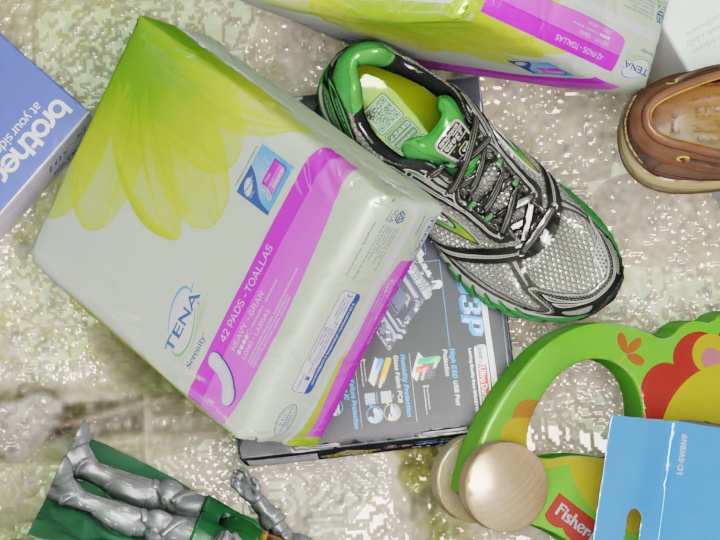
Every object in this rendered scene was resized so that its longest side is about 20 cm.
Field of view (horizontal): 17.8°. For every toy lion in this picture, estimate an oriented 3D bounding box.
[{"bbox_3d":[0.166,0.098,1.234,0.199,0.069,0.192,37,80,-12],"label":"toy lion"}]

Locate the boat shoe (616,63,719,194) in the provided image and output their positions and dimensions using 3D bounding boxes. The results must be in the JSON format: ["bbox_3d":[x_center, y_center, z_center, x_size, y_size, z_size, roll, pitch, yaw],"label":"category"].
[{"bbox_3d":[0.230,-0.078,1.153,0.198,0.068,0.073,-7,82,2],"label":"boat shoe"}]

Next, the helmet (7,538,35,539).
[{"bbox_3d":[-0.169,0.256,1.184,0.199,0.200,0.192,24,66,5],"label":"helmet"}]

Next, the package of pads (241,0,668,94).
[{"bbox_3d":[0.037,-0.149,1.202,0.199,0.154,0.069,12,87,45],"label":"package of pads"}]

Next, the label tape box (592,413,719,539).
[{"bbox_3d":[0.213,0.156,1.180,0.199,0.063,0.146,8,90,-33],"label":"label tape box"}]

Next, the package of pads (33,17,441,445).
[{"bbox_3d":[-0.071,-0.017,1.205,0.200,0.068,0.155,38,108,33],"label":"package of pads"}]

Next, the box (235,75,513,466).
[{"bbox_3d":[0.000,0.000,1.278,0.157,0.046,0.202,-7,81,1],"label":"box"}]

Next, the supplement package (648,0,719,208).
[{"bbox_3d":[0.230,-0.106,1.250,0.116,0.117,0.201,-27,81,-3],"label":"supplement package"}]

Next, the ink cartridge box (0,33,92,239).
[{"bbox_3d":[-0.249,-0.040,1.293,0.094,0.044,0.200,40,84,6],"label":"ink cartridge box"}]

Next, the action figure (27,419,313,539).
[{"bbox_3d":[-0.072,0.147,1.239,0.199,0.118,0.055,25,116,-4],"label":"action figure"}]

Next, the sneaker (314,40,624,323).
[{"bbox_3d":[0.055,-0.045,1.217,0.199,0.085,0.078,37,83,5],"label":"sneaker"}]
